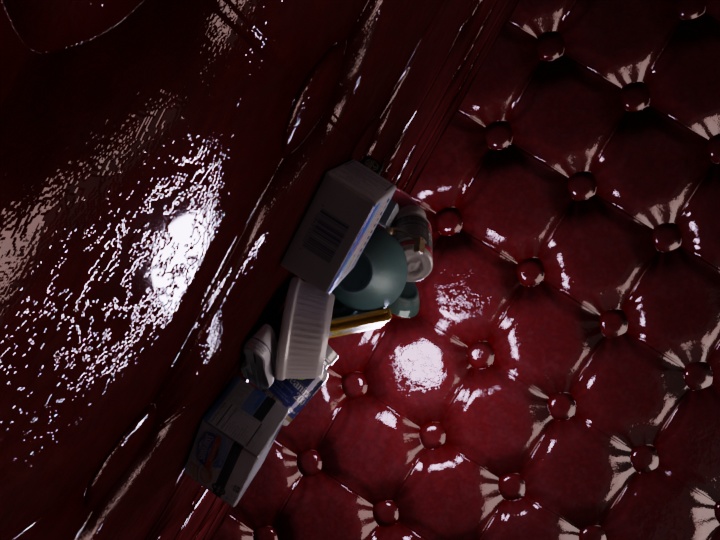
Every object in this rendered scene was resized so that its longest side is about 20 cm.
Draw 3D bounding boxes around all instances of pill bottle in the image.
[{"bbox_3d":[0.130,-0.076,1.721,0.202,0.109,0.112,-85,-162,-49],"label":"pill bottle"},{"bbox_3d":[-0.144,0.246,1.545,0.200,0.111,0.111,-48,174,-10],"label":"pill bottle"}]

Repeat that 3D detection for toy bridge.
[{"bbox_3d":[0.070,-0.069,1.629,0.027,0.197,0.069,21,71,-48],"label":"toy bridge"}]

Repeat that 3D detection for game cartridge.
[{"bbox_3d":[-0.022,0.135,1.635,0.200,0.172,0.033,112,-33,-76],"label":"game cartridge"}]

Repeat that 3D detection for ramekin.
[{"bbox_3d":[-0.108,0.121,1.334,0.202,0.092,0.207,-170,-90,-88],"label":"ramekin"}]

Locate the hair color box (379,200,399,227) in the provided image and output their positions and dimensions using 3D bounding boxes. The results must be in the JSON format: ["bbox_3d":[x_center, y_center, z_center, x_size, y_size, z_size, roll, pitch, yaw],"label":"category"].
[{"bbox_3d":[0.039,-0.154,1.646,0.061,0.098,0.200,-60,176,2],"label":"hair color box"}]

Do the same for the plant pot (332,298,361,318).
[{"bbox_3d":[-0.028,0.052,1.753,0.202,0.199,0.187,-60,163,17],"label":"plant pot"}]

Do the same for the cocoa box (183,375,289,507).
[{"bbox_3d":[-0.249,0.340,1.336,0.134,0.130,0.202,-54,173,-50],"label":"cocoa box"}]

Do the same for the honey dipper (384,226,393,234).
[{"bbox_3d":[-0.006,-0.048,1.625,0.198,0.038,0.038,-30,-176,15],"label":"honey dipper"}]

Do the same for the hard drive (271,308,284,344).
[{"bbox_3d":[-0.189,0.159,1.521,0.141,0.033,0.201,-58,176,-34],"label":"hard drive"}]

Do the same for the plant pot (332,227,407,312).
[{"bbox_3d":[0.000,0.000,1.537,0.202,0.198,0.135,-60,168,10],"label":"plant pot"}]

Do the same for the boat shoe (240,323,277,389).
[{"bbox_3d":[-0.187,0.171,1.313,0.067,0.073,0.201,-56,175,-29],"label":"boat shoe"}]

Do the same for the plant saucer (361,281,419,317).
[{"bbox_3d":[0.077,0.030,1.681,0.036,0.199,0.200,-51,-179,29],"label":"plant saucer"}]

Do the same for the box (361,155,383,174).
[{"bbox_3d":[-0.028,-0.120,1.414,0.162,0.049,0.201,-60,178,-42],"label":"box"}]

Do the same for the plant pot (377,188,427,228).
[{"bbox_3d":[0.073,-0.107,1.930,0.179,0.200,0.201,-43,-173,37],"label":"plant pot"}]

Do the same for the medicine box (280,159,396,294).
[{"bbox_3d":[-0.034,-0.083,1.195,0.184,0.102,0.200,-61,175,20],"label":"medicine box"}]
